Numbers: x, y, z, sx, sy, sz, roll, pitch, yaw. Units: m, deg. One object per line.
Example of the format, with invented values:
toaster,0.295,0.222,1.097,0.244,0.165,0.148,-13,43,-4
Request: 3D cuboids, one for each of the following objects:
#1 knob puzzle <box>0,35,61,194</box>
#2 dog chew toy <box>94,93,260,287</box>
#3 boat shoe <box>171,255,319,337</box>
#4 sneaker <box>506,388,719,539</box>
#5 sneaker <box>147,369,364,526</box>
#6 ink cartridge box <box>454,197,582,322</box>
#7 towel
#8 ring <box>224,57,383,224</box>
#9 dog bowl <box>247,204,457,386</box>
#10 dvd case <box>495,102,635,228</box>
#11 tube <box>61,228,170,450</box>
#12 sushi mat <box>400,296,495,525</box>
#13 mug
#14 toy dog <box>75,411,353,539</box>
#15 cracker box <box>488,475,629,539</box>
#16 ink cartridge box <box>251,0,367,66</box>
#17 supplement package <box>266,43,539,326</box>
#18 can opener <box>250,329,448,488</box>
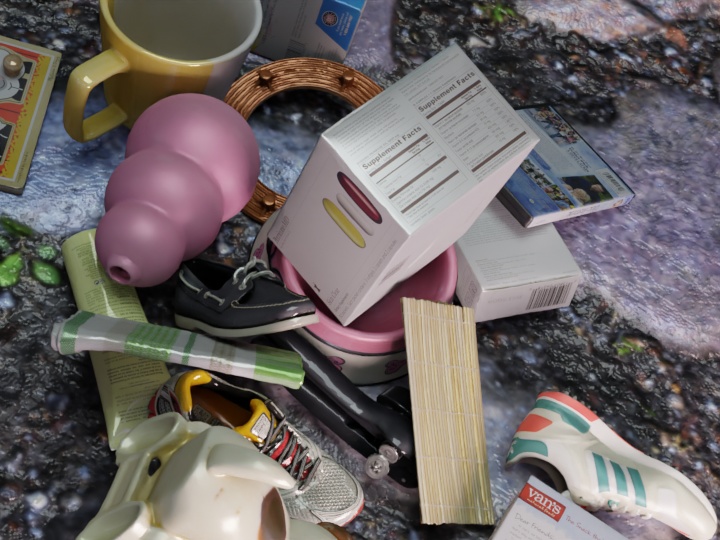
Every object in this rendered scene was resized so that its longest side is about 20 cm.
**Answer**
knob puzzle,-0.397,-0.171,1.550,0.219,0.030,0.220,8,55,-11
dog chew toy,-0.170,-0.065,1.457,0.124,0.125,0.200,26,51,2
boat shoe,-0.104,0.020,1.405,0.073,0.200,0.063,-8,96,-33
sneaker,0.220,0.196,1.470,0.200,0.070,0.093,36,70,8
sneaker,-0.085,0.153,1.379,0.200,0.082,0.078,31,60,-6
ink cartridge box,0.122,-0.045,1.605,0.109,0.050,0.200,-9,50,-22
towel,-0.146,0.069,1.345,0.200,0.149,0.031,11,93,-3
ring,-0.051,-0.127,1.609,0.200,0.019,0.201,3,62,-5
dog bowl,0.000,0.000,1.504,0.200,0.074,0.201,6,65,-14
dvd case,0.177,-0.109,1.645,0.200,0.018,0.143,-14,56,-50
tube,-0.212,0.060,1.438,0.058,0.052,0.200,-28,68,13
sushi mat,0.077,0.123,1.436,0.096,0.012,0.200,7,73,-43
mug,-0.198,-0.202,1.555,0.186,0.153,0.150,-5,58,-20
toy dog,-0.090,0.207,1.293,0.200,0.194,0.140,45,32,-25
cracker box,0.148,0.289,1.379,0.134,0.058,0.200,33,54,6
ink cartridge box,-0.097,-0.282,1.666,0.200,0.116,0.067,21,53,-3
supplement package,0.031,-0.069,1.388,0.156,0.200,0.111,-36,81,-26
can opener,-0.015,0.118,1.445,0.200,0.063,0.079,34,32,4
